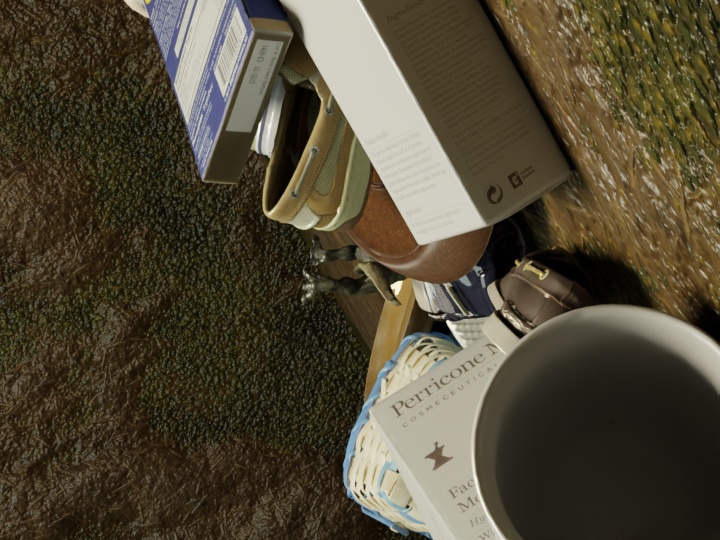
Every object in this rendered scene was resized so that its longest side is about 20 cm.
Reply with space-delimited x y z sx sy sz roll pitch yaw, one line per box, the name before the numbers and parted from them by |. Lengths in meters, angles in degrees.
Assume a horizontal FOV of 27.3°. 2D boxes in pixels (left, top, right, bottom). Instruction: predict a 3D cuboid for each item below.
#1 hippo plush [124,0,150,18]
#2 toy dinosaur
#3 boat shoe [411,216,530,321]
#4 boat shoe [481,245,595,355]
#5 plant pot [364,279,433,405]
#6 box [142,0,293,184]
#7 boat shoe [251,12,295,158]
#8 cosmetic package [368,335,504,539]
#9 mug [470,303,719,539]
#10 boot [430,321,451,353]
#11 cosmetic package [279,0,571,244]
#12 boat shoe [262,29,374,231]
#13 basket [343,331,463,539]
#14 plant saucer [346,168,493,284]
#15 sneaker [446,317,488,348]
hippo plush | -0.115 -0.294 1.117 0.161 0.198 0.161 65 -162 -9
toy dinosaur | 0.000 0.000 1.176 0.200 0.087 0.048 -49 -40 -78
boat shoe | 0.070 -0.056 1.068 0.092 0.074 0.202 6 122 50
boat shoe | 0.119 0.020 0.930 0.072 0.060 0.200 40 -169 4
plant pot | 0.045 0.038 1.365 0.027 0.202 0.200 17 179 -6
box | -0.099 -0.170 0.974 0.122 0.032 0.201 -65 36 40
boat shoe | -0.057 -0.176 1.005 0.072 0.061 0.202 -71 -7 -77
cosmetic package | 0.135 0.159 1.014 0.200 0.164 0.166 51 170 53
mug | 0.162 0.124 0.796 0.199 0.149 0.176 25 168 17
boot | 0.119 0.115 1.500 0.176 0.066 0.200 58 176 21
cosmetic package | 0.030 -0.121 0.867 0.201 0.074 0.102 62 158 -6
boat shoe | -0.024 -0.126 0.939 0.071 0.076 0.202 10 94 53
basket | 0.062 0.141 1.225 0.138 0.178 0.200 26 179 -14
plant saucer | 0.019 -0.084 1.008 0.200 0.034 0.202 34 132 48
sneaker | 0.090 -0.003 1.181 0.201 0.074 0.082 57 -161 15
